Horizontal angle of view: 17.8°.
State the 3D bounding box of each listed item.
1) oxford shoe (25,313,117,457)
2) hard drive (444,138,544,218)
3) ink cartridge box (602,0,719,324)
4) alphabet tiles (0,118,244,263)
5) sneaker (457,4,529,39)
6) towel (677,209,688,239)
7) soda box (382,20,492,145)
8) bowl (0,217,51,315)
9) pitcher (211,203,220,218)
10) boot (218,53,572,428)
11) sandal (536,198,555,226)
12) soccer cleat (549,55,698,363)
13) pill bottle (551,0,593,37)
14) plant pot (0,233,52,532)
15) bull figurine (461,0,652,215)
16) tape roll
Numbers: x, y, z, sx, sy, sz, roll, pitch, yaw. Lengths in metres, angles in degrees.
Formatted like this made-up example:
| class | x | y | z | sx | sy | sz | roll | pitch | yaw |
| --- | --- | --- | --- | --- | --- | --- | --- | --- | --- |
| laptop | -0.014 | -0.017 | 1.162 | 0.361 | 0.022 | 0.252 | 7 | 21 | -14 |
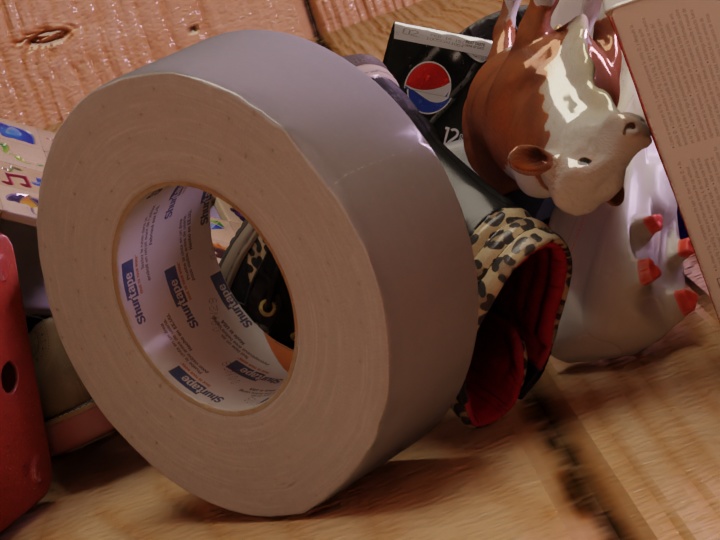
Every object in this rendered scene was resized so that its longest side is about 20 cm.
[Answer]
| class | x | y | z | sx | sy | sz | roll | pitch | yaw |
| --- | --- | --- | --- | --- | --- | --- | --- | --- | --- |
| oxford shoe | -0.166 | 0.055 | 1.229 | 0.070 | 0.075 | 0.200 | -25 | 4 | -23 |
| hard drive | 0.000 | 0.000 | 1.192 | 0.199 | 0.033 | 0.140 | -10 | 45 | 48 |
| ink cartridge box | 0.161 | -0.089 | 0.948 | 0.083 | 0.201 | 0.176 | -15 | 38 | 14 |
| alphabet tiles | -0.126 | -0.032 | 1.181 | 0.198 | 0.008 | 0.167 | 14 | 20 | -21 |
| sneaker | 0.138 | -0.143 | 1.466 | 0.199 | 0.076 | 0.115 | -25 | -2 | 9 |
| towel | 0.220 | -0.072 | 1.168 | 0.200 | 0.050 | 0.148 | -39 | 2 | 31 |
| soda box | 0.081 | -0.082 | 1.295 | 0.070 | 0.064 | 0.200 | 14 | -2 | 28 |
| bowl | -0.225 | 0.016 | 1.270 | 0.199 | 0.075 | 0.199 | -32 | -23 | 35 |
| pitcher | -0.124 | -0.032 | 1.385 | 0.200 | 0.121 | 0.172 | -44 | 8 | 16 |
| boot | 0.009 | 0.022 | 1.050 | 0.073 | 0.201 | 0.150 | -5 | 36 | -47 |
| sandal | 0.084 | -0.012 | 1.237 | 0.199 | 0.045 | 0.075 | -26 | 5 | -4 |
| soccer cleat | 0.126 | -0.045 | 1.099 | 0.077 | 0.069 | 0.201 | -24 | 39 | 39 |
| pill bottle | 0.198 | -0.124 | 1.319 | 0.112 | 0.114 | 0.199 | -12 | -12 | 30 |
| plant pot | -0.261 | 0.066 | 1.097 | 0.175 | 0.202 | 0.200 | -1 | 17 | 22 |
| bull figurine | 0.087 | -0.084 | 1.031 | 0.065 | 0.122 | 0.200 | 16 | -3 | -10 |
| tape roll | -0.048 | 0.002 | 0.989 | 0.199 | 0.202 | 0.066 | -8 | 15 | 43 |
